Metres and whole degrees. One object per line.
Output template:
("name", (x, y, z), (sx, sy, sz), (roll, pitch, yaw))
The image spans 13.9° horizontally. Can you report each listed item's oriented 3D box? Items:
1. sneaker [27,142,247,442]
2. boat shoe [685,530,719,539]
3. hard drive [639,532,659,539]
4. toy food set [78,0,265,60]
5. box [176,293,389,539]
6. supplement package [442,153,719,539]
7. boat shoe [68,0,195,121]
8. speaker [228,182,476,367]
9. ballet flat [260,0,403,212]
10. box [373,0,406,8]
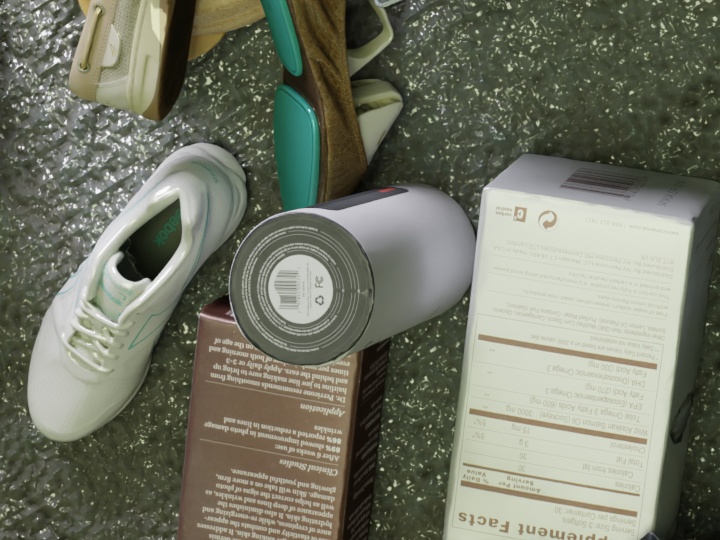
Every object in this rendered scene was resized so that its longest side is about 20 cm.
("sneaker", (-0.140, 0.016, 1.684), (0.070, 0.080, 0.201), (34, 110, 5))
("boat shoe", (0.155, 0.212, 1.642), (0.067, 0.057, 0.200), (42, 134, 3))
("hard drive", (0.170, 0.253, 1.560), (0.200, 0.033, 0.140), (45, 110, -7))
("toy food set", (-0.092, -0.225, 1.636), (0.197, 0.049, 0.201), (-24, 93, 19))
("box", (-0.046, 0.121, 1.681), (0.100, 0.075, 0.201), (10, 102, 13))
("supplement package", (0.120, 0.051, 1.594), (0.117, 0.117, 0.201), (9, 104, 12))
("boat shoe", (-0.118, -0.183, 1.591), (0.065, 0.072, 0.201), (14, 110, 11))
("speaker", (0.000, 0.000, 1.576), (0.081, 0.200, 0.082), (2, 97, 18))
("ballet flat", (-0.015, -0.110, 1.622), (0.072, 0.068, 0.201), (-18, 122, -17))
("box", (0.066, -0.264, 1.528), (0.196, 0.117, 0.201), (-21, 94, 6))
